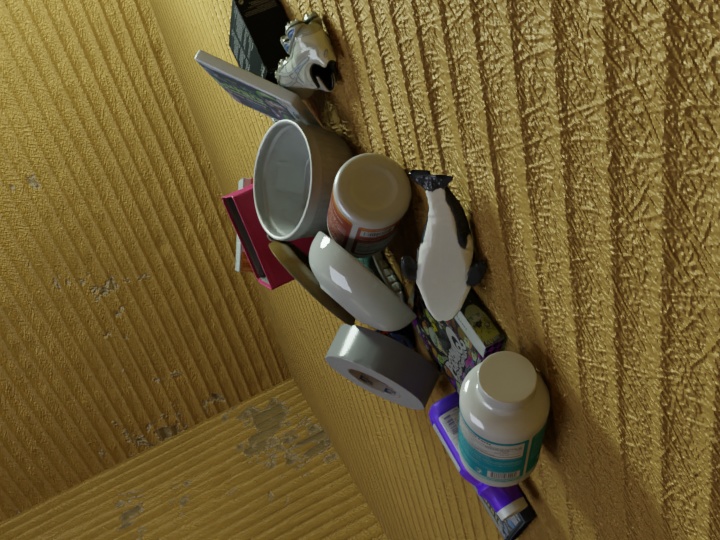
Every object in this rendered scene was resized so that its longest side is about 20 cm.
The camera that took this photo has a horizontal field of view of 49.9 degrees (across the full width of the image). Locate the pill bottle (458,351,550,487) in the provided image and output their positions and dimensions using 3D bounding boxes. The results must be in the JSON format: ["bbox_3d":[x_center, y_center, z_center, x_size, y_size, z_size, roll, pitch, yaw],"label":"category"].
[{"bbox_3d":[0.179,0.184,0.973,0.111,0.110,0.201,56,163,35],"label":"pill bottle"}]

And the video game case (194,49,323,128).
[{"bbox_3d":[-0.167,-0.297,1.332,0.199,0.023,0.182,28,177,16],"label":"video game case"}]

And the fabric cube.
[{"bbox_3d":[-0.141,-0.096,1.548,0.198,0.198,0.200,68,167,-11],"label":"fabric cube"}]

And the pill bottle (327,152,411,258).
[{"bbox_3d":[0.007,-0.087,1.161,0.113,0.111,0.200,63,167,11],"label":"pill bottle"}]

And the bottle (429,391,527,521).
[{"bbox_3d":[0.185,0.284,1.195,0.201,0.083,0.065,59,165,24],"label":"bottle"}]

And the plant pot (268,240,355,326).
[{"bbox_3d":[-0.075,0.015,1.315,0.200,0.028,0.200,43,-176,-4],"label":"plant pot"}]

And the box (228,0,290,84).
[{"bbox_3d":[-0.173,-0.396,1.394,0.142,0.078,0.200,67,167,1],"label":"box"}]

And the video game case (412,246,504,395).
[{"bbox_3d":[0.134,0.084,1.117,0.182,0.036,0.201,59,163,31],"label":"video game case"}]

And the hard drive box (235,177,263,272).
[{"bbox_3d":[-0.190,-0.095,1.686,0.077,0.154,0.202,-175,87,-75],"label":"hard drive box"}]

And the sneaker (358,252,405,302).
[{"bbox_3d":[0.000,0.000,1.396,0.201,0.091,0.078,58,165,29],"label":"sneaker"}]

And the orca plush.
[{"bbox_3d":[0.099,-0.038,0.980,0.071,0.104,0.201,-72,-36,-61],"label":"orca plush"}]

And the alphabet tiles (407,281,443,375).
[{"bbox_3d":[0.126,0.104,1.274,0.167,0.006,0.200,61,166,18],"label":"alphabet tiles"}]

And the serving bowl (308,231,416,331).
[{"bbox_3d":[-0.008,0.029,1.186,0.200,0.066,0.200,40,177,3],"label":"serving bowl"}]

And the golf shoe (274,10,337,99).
[{"bbox_3d":[-0.079,-0.304,1.203,0.098,0.078,0.200,56,167,10],"label":"golf shoe"}]

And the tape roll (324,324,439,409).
[{"bbox_3d":[0.038,0.173,1.375,0.199,0.067,0.200,25,164,8],"label":"tape roll"}]

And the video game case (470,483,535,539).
[{"bbox_3d":[0.218,0.353,1.318,0.201,0.025,0.181,59,166,26],"label":"video game case"}]

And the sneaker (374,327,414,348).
[{"bbox_3d":[0.049,0.139,1.481,0.076,0.078,0.200,61,167,14],"label":"sneaker"}]

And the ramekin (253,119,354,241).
[{"bbox_3d":[-0.090,-0.150,1.306,0.199,0.104,0.202,1,92,55],"label":"ramekin"}]

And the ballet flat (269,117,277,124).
[{"bbox_3d":[-0.166,-0.326,1.531,0.201,0.067,0.064,60,177,27],"label":"ballet flat"}]
